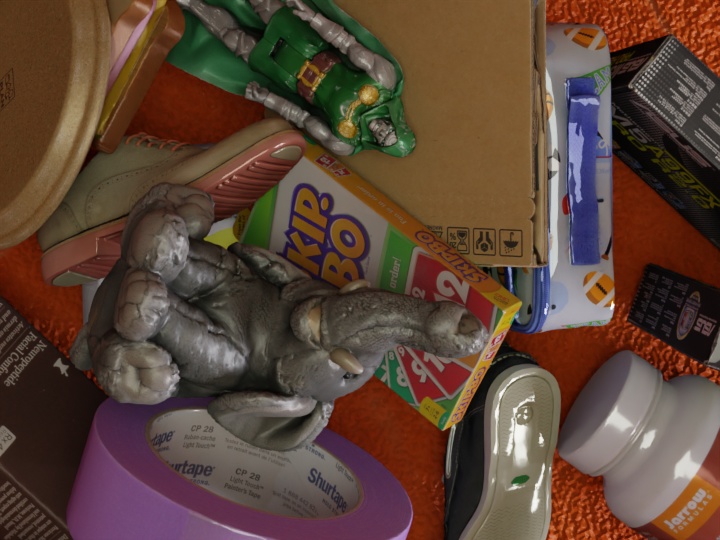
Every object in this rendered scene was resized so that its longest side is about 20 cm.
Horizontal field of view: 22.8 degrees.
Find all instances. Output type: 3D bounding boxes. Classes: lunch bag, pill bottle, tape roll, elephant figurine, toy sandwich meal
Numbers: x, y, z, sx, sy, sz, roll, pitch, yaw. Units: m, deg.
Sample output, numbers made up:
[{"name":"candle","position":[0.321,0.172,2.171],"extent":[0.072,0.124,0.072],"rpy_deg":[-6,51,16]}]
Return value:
[{"name":"lunch bag","position":[0.108,-0.063,1.127],"extent":[0.075,0.160,0.202],"rpy_deg":[-5,96,-14]},{"name":"pill bottle","position":[0.235,0.142,1.188],"extent":[0.199,0.112,0.113],"rpy_deg":[33,93,-8]},{"name":"tape roll","position":[-0.072,0.142,1.066],"extent":[0.199,0.200,0.066],"rpy_deg":[18,105,-7]},{"name":"elephant figurine","position":[-0.052,0.042,1.043],"extent":[0.199,0.155,0.142],"rpy_deg":[17,105,-18]},{"name":"toy sandwich meal","position":[-0.190,-0.107,1.110],"extent":[0.070,0.205,0.207],"rpy_deg":[16,96,-38]}]

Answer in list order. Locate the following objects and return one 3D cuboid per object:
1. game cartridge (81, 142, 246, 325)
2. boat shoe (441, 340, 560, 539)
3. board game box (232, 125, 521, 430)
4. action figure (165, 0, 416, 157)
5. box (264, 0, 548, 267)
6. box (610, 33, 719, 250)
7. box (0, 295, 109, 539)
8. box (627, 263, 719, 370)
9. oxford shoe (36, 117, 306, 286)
[{"name":"game cartridge","position":[-0.086,-0.018,1.182],"extent":[0.198,0.040,0.135],"rpy_deg":[-2,93,-5]},{"name":"boat shoe","position":[0.087,0.146,1.206],"extent":[0.071,0.068,0.202],"rpy_deg":[-3,112,-29]},{"name":"board game box","position":[0.000,0.000,1.097],"extent":[0.200,0.030,0.096],"rpy_deg":[40,124,23]},{"name":"action figure","position":[-0.040,-0.132,1.092],"extent":[0.200,0.055,0.119],"rpy_deg":[39,112,21]},{"name":"box","position":[0.024,-0.088,1.094],"extent":[0.199,0.021,0.165],"rpy_deg":[3,97,35]},{"name":"box","position":[0.231,-0.063,1.138],"extent":[0.200,0.160,0.044],"rpy_deg":[41,86,-9]},{"name":"box","position":[-0.216,0.111,1.144],"extent":[0.200,0.100,0.075],"rpy_deg":[45,134,-10]},{"name":"box","position":[0.270,0.051,1.129],"extent":[0.159,0.200,0.045],"rpy_deg":[20,94,-7]},{"name":"oxford shoe","position":[-0.126,-0.058,1.101],"extent":[0.199,0.071,0.074],"rpy_deg":[-24,76,21]}]
